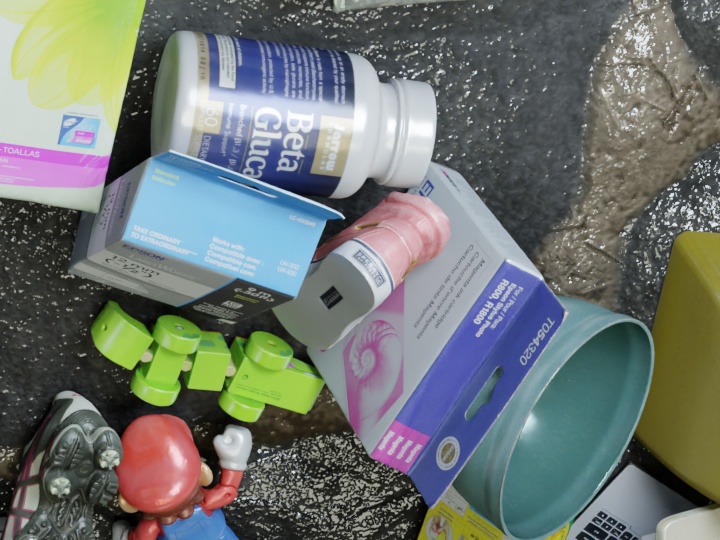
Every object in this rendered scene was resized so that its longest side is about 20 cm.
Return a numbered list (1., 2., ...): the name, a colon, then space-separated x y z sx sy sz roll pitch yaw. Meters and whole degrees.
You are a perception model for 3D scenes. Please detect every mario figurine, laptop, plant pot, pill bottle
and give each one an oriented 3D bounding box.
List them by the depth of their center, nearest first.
1. pill bottle: -0.050 -0.113 1.632 0.200 0.111 0.111 6 117 -15
2. plant pot: 0.124 0.099 1.752 0.200 0.134 0.200 -36 142 -34
3. plant pot: 0.358 0.100 1.800 0.200 0.176 0.200 3 117 -14
4. mario figurine: -0.147 0.186 1.815 0.123 0.106 0.200 -46 137 -27
5. laptop: 0.253 0.308 1.928 0.187 0.116 0.200 33 108 -26

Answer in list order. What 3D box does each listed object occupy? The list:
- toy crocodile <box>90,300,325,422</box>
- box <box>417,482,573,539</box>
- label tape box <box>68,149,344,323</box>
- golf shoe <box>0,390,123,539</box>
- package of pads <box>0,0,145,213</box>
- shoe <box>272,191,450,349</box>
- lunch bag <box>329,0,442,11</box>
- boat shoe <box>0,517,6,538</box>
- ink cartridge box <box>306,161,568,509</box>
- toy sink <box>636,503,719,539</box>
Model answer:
1. toy crocodile: -0.121 0.073 1.756 0.200 0.062 0.068 13 115 -24
2. box: 0.102 0.258 1.868 0.048 0.117 0.200 -12 129 -50
3. label tape box: -0.118 -0.022 1.624 0.143 0.200 0.066 19 75 -20
4. golf shoe: -0.251 0.194 1.771 0.077 0.088 0.200 16 112 -30
5. package of pads: -0.250 -0.150 1.595 0.154 0.068 0.200 9 114 -17
6. shoe: 0.000 0.000 1.693 0.091 0.200 0.071 -38 93 -25
7. lunch bag: 0.049 -0.296 1.543 0.164 0.118 0.200 -5 114 -9
8. boat shoe: -0.351 0.266 1.805 0.200 0.066 0.072 -17 120 -3
9. ink cartridge box: 0.053 0.047 1.692 0.043 0.200 0.196 19 113 -35
10. toy sink: 0.283 0.284 1.874 0.130 0.112 0.200 -11 104 -27
